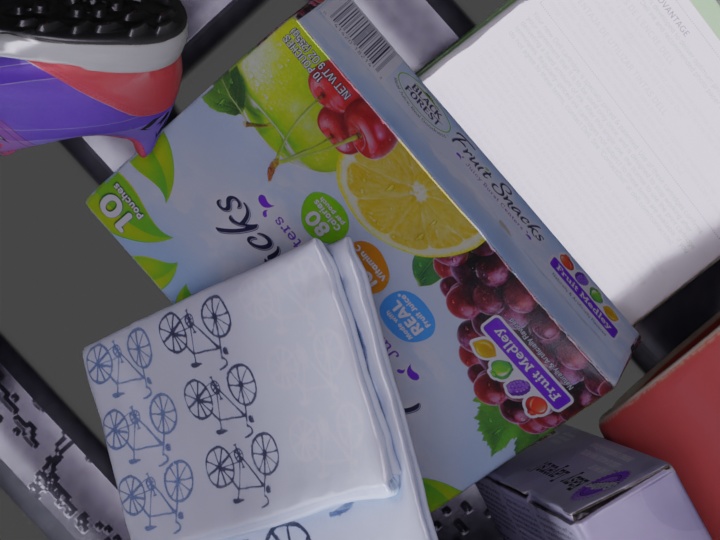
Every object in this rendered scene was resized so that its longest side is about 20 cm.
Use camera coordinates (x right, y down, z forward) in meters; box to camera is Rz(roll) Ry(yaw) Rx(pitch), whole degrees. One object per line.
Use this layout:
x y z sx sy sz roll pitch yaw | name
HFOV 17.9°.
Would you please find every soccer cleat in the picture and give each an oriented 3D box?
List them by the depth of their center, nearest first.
-0.168 -0.076 0.901 0.199 0.068 0.073 -2 127 -17 | soccer cleat

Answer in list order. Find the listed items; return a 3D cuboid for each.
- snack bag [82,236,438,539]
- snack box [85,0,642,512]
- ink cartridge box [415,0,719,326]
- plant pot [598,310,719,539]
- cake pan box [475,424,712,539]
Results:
-0.038 0.103 0.943 0.021 0.188 0.201 -12 84 -41 | snack bag
0.000 0.000 0.968 0.142 0.053 0.200 -38 96 33 | snack box
0.115 -0.066 0.996 0.200 0.048 0.146 -38 95 2 | ink cartridge box
0.208 0.086 0.951 0.200 0.200 0.177 -40 86 2 | plant pot
0.122 0.158 0.941 0.052 0.200 0.185 -30 95 -7 | cake pan box
